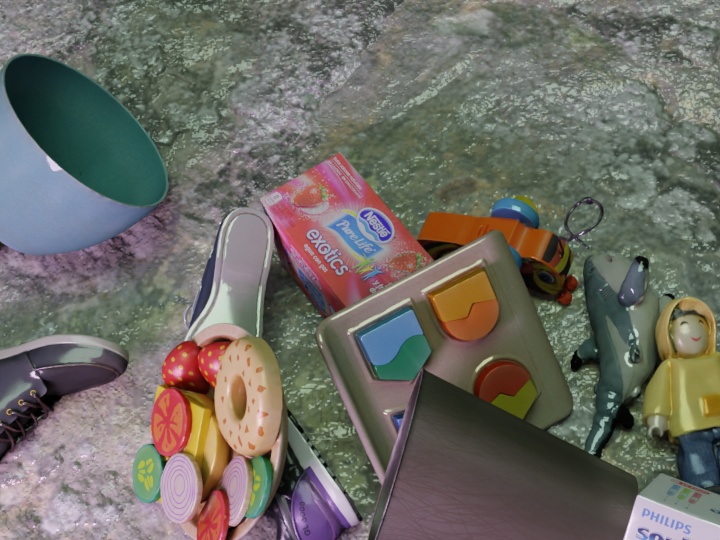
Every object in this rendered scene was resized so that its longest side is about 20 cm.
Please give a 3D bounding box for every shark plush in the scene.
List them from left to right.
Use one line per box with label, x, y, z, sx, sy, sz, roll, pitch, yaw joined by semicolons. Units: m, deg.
shark plush;0.232;0.079;1.512;0.083;0.091;0.202;-1;75;30

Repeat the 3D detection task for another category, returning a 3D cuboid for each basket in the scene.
basket;0.119;0.194;1.366;0.198;0.182;0.136;16;14;0

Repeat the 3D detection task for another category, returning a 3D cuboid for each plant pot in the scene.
plant pot;-0.308;-0.094;1.627;0.135;0.199;0.201;-45;53;23

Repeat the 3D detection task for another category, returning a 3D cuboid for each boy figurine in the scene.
boy figurine;0.307;0.116;1.446;0.123;0.065;0.202;-3;62;-5

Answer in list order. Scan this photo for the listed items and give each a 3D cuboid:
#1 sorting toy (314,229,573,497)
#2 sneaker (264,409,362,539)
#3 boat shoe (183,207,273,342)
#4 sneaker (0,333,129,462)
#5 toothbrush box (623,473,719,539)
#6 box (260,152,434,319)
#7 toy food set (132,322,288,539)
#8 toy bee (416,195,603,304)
sorting toy;0.080;0.088;1.451;0.199;0.187;0.036;-28;14;-14
sneaker;-0.088;0.164;1.462;0.087;0.076;0.201;-35;67;-5
boat shoe;-0.129;0.040;1.559;0.074;0.062;0.202;9;81;-9
sneaker;-0.309;0.129;1.535;0.198;0.075;0.107;-11;59;12
toothbrush box;0.262;0.281;1.272;0.144;0.086;0.202;18;103;20
box;0.000;0.000;1.547;0.094;0.103;0.200;-30;52;-13
toy food set;-0.129;0.146;1.438;0.199;0.048;0.200;17;98;51
toy bee;0.152;-0.005;1.549;0.131;0.109;0.199;-48;37;-13
